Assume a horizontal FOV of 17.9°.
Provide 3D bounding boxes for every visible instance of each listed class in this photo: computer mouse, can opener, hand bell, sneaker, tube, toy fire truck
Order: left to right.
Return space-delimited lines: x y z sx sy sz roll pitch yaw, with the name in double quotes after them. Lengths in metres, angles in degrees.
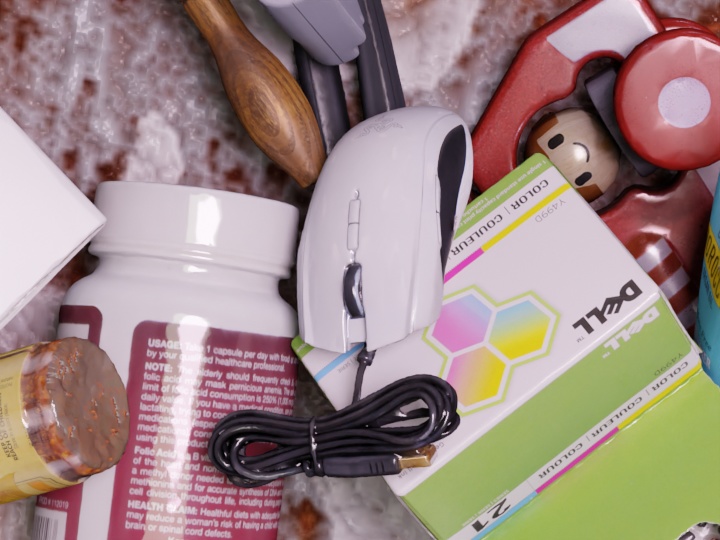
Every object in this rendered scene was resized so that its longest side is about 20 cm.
-0.074 -0.126 1.063 0.104 0.104 0.200 -31 89 -12 "hand bell"
0.000 0.000 1.009 0.044 0.109 0.200 51 40 -46 "computer mouse"
0.001 -0.056 1.111 0.063 0.079 0.200 -2 79 -5 "can opener"
0.116 0.086 1.079 0.200 0.085 0.077 34 80 35 "sneaker"
0.133 -0.028 1.122 0.168 0.112 0.200 -34 97 8 "toy fire truck"
0.173 0.031 1.042 0.050 0.078 0.200 -8 129 -4 "tube"

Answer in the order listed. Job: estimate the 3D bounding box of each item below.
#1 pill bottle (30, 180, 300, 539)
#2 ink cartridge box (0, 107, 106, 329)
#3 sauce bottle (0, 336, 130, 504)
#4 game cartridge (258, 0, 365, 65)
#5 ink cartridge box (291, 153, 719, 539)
-0.087 0.064 1.058 0.114 0.114 0.200 8 87 -12 "pill bottle"
-0.218 -0.055 1.016 0.085 0.145 0.200 -44 97 -17 "ink cartridge box"
-0.198 0.081 1.013 0.200 0.066 0.066 -16 92 27 "sauce bottle"
-0.051 -0.200 1.048 0.041 0.133 0.200 -21 78 12 "game cartridge"
0.085 0.068 1.001 0.148 0.200 0.076 -38 141 1 "ink cartridge box"
